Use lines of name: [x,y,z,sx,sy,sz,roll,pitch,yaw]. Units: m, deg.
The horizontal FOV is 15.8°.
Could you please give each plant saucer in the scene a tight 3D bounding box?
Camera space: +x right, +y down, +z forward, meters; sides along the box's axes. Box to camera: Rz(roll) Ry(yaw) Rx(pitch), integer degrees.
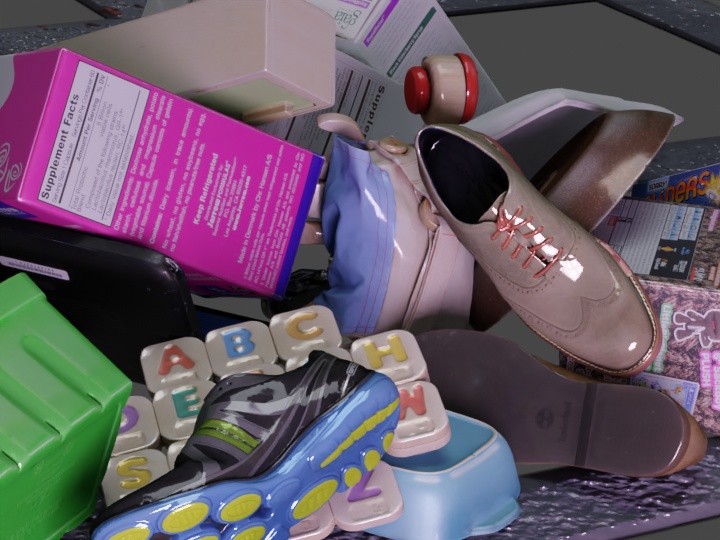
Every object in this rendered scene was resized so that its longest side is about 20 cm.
plant saucer: [0.126,-0.040,1.709,0.037,0.200,0.200,42,22,-5]

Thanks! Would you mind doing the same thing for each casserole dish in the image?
casserole dish: [0.001,0.104,1.507,0.199,0.039,0.121,16,24,28]

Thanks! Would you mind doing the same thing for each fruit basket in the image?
fruit basket: [-0.248,0.071,1.382,0.214,0.156,0.216,15,26,-8]

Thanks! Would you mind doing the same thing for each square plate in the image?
square plate: [0.102,-0.081,1.814,0.199,0.029,0.198,-25,-12,28]

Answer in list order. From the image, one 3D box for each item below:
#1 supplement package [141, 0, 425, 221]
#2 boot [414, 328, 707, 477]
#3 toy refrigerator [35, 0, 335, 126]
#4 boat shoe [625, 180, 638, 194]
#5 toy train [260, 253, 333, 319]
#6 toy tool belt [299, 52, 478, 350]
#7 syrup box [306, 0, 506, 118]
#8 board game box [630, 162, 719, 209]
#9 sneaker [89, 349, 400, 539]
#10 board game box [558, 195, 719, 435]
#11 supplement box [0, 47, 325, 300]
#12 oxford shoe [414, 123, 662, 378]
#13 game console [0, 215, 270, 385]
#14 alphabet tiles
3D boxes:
supplement package: [-0.064,-0.108,1.834,0.121,0.120,0.200,19,-2,38]
boot: [0.114,0.086,1.561,0.199,0.074,0.075,15,0,28]
toy refrigerator: [-0.118,-0.124,1.702,0.199,0.070,0.076,-12,-22,33]
boat shoe: [0.115,-0.078,1.983,0.199,0.073,0.063,-2,6,-23]
toy train: [0.000,0.000,1.793,0.046,0.034,0.200,6,18,38]
toy tool belt: [0.009,-0.041,1.667,0.122,0.201,0.125,0,12,-16]
syrup box: [0.032,-0.155,1.975,0.079,0.200,0.082,22,69,40]
board game box: [0.293,-0.039,1.762,0.135,0.035,0.200,17,-14,-27]
sneaker: [-0.068,0.106,1.396,0.199,0.071,0.083,-33,47,-32]
board game box: [0.235,0.031,1.653,0.199,0.097,0.160,8,21,11]
supplement box: [-0.139,-0.058,1.623,0.199,0.104,0.101,23,-12,-31]
oxford shoe: [0.099,-0.012,1.554,0.200,0.071,0.075,44,8,23]
game console: [-0.166,0.002,1.652,0.199,0.176,0.117,12,50,23]
alphabet tiles: [-0.054,0.088,1.474,0.199,0.015,0.196,-14,37,-5]
